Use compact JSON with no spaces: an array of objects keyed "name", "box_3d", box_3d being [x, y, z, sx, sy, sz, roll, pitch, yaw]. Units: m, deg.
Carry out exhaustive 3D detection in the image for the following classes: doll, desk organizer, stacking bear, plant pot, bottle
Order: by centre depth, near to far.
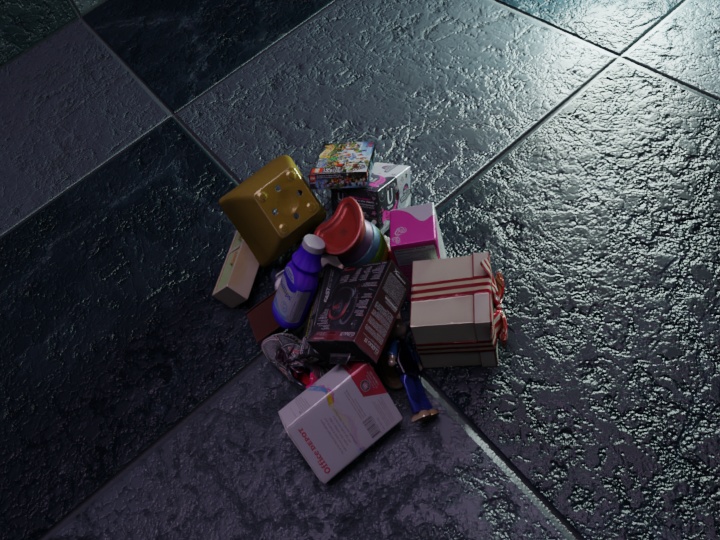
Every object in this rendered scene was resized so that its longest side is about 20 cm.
[{"name":"doll","box_3d":[0.096,0.194,1.305,0.048,0.135,0.205,-27,70,23]},{"name":"bottle","box_3d":[-0.125,0.022,1.349,0.064,0.204,0.084,-1,40,-35]},{"name":"stacking bear","box_3d":[0.012,-0.040,1.393,0.122,0.199,0.114,-45,47,7]},{"name":"desk organizer","box_3d":[-0.157,0.082,1.474,0.198,0.071,0.079,-35,66,19]},{"name":"plant pot","box_3d":[-0.190,-0.148,1.524,0.193,0.198,0.199,-38,9,-16]}]

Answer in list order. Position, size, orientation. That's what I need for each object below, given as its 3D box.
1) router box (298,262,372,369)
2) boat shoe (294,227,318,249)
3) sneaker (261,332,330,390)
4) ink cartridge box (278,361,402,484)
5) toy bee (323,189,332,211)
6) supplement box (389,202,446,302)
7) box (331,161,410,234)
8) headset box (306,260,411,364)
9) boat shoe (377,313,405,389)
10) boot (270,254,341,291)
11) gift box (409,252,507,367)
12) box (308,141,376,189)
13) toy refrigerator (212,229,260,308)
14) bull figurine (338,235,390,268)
[{"name":"router box","box_3d":[-0.036,0.106,1.375,0.146,0.062,0.206,20,67,-21]},{"name":"boat shoe","box_3d":[-0.102,-0.061,1.558,0.073,0.064,0.200,-40,8,-21]},{"name":"sneaker","box_3d":[-0.141,0.192,1.399,0.197,0.074,0.083,25,98,33]},{"name":"ink cartridge box","box_3d":[-0.039,0.278,1.262,0.197,0.150,0.085,-35,20,-10]},{"name":"toy bee","box_3d":[-0.050,-0.240,1.660,0.109,0.198,0.132,46,118,14]},{"name":"supplement box","box_3d":[0.130,-0.034,1.414,0.100,0.202,0.104,-7,50,12]},{"name":"box","box_3d":[0.029,-0.175,1.560,0.128,0.118,0.200,10,29,24]},{"name":"headset box","box_3d":[-0.007,0.089,1.266,0.146,0.075,0.204,-8,48,48]},{"name":"boat shoe","box_3d":[0.061,0.150,1.387,0.069,0.065,0.204,-14,51,7]},{"name":"boot","box_3d":[-0.120,-0.006,1.567,0.194,0.075,0.091,-20,30,-12]},{"name":"gift box","box_3d":[0.199,0.081,1.312,0.180,0.202,0.190,-5,57,13]},{"name":"box","box_3d":[-0.038,-0.246,1.529,0.132,0.039,0.202,-1,30,8]},{"name":"toy refrigerator","box_3d":[-0.293,-0.020,1.613,0.075,0.069,0.205,-25,40,44]},{"name":"bull figurine","box_3d":[0.000,0.000,1.505,0.194,0.125,0.065,-15,7,-3]}]
